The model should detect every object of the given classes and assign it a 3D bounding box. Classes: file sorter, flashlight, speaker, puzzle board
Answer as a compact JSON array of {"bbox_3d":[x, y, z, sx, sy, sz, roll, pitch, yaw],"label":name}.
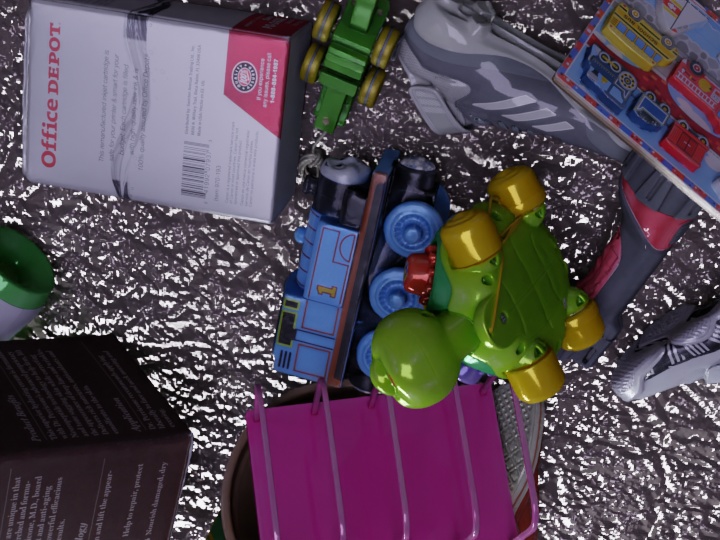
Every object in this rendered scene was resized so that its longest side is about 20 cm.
[{"bbox_3d":[0.021,0.148,1.035,0.199,0.125,0.139,-6,71,-8],"label":"file sorter"},{"bbox_3d":[0.189,-0.015,1.025,0.068,0.068,0.200,17,135,-13],"label":"flashlight"},{"bbox_3d":[-0.346,0.053,1.165,0.088,0.088,0.200,45,112,-8],"label":"speaker"},{"bbox_3d":[0.241,-0.118,0.962,0.200,0.151,0.017,39,147,-6],"label":"puzzle board"}]

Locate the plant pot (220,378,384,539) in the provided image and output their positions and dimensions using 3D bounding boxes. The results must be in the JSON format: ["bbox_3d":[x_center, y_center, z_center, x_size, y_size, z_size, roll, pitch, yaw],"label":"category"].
[{"bbox_3d":[-0.014,0.197,1.130,0.200,0.093,0.201,2,69,-5],"label":"plant pot"}]

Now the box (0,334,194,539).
[{"bbox_3d":[-0.267,0.163,1.104,0.200,0.166,0.165,-2,119,-34],"label":"box"}]

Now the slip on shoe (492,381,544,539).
[{"bbox_3d":[0.118,0.186,1.146,0.074,0.061,0.201,18,105,42],"label":"slip on shoe"}]

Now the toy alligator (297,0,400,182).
[{"bbox_3d":[-0.011,-0.148,1.041,0.059,0.054,0.200,23,138,2],"label":"toy alligator"}]

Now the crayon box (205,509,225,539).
[{"bbox_3d":[-0.101,0.287,1.146,0.051,0.200,0.126,-4,110,12],"label":"crayon box"}]

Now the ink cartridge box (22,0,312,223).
[{"bbox_3d":[-0.148,-0.130,1.057,0.199,0.083,0.146,10,112,7],"label":"ink cartridge box"}]

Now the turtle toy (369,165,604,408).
[{"bbox_3d":[0.080,0.025,0.971,0.101,0.200,0.146,-15,107,39],"label":"turtle toy"}]

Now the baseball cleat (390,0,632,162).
[{"bbox_3d":[0.117,-0.126,1.029,0.200,0.070,0.106,35,129,-2],"label":"baseball cleat"}]

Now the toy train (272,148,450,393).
[{"bbox_3d":[0.000,0.000,1.076,0.114,0.087,0.200,13,113,3],"label":"toy train"}]

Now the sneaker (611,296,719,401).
[{"bbox_3d":[0.297,0.068,1.054,0.200,0.075,0.115,-35,98,17],"label":"sneaker"}]
